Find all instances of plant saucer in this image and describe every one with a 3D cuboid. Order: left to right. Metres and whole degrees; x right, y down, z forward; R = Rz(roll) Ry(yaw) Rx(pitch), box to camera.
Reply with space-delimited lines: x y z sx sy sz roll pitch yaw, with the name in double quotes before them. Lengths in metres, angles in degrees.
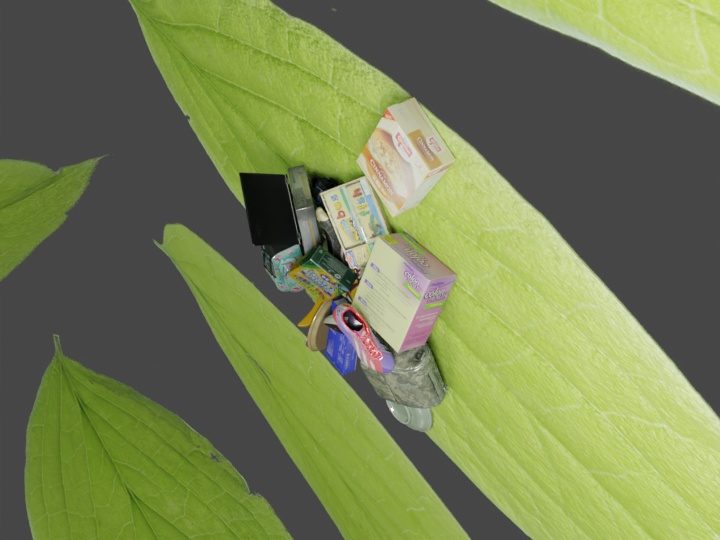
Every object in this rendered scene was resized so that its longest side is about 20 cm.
"plant saucer" 0.121 0.373 1.913 0.200 0.050 0.201 42 147 35

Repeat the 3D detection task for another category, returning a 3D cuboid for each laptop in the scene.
"laptop" -0.220 -0.137 1.721 0.200 0.115 0.189 94 164 -77

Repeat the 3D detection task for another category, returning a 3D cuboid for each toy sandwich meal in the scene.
"toy sandwich meal" -0.105 0.128 1.912 0.070 0.205 0.206 25 139 22

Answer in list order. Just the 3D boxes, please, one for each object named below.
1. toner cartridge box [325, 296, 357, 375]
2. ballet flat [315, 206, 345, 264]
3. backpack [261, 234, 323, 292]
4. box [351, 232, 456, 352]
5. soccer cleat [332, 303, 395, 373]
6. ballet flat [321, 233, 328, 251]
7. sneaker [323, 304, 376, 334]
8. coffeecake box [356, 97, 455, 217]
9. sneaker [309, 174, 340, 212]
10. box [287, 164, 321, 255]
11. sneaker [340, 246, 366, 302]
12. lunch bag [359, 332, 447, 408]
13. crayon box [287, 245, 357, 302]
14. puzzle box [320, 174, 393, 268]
"toner cartridge box" -0.046 0.181 1.868 0.095 0.043 0.201 46 141 39
"ballet flat" -0.080 -0.072 1.747 0.067 0.056 0.201 -125 14 -57
"backpack" -0.184 -0.029 1.943 0.151 0.177 0.200 53 158 24
"box" 0.093 0.047 1.537 0.176 0.096 0.201 42 126 34
"soccer cleat" 0.011 0.157 1.550 0.200 0.067 0.076 52 167 -7
"ballet flat" -0.073 -0.039 1.860 0.076 0.064 0.201 37 145 41
"sneaker" -0.013 0.118 1.728 0.073 0.085 0.199 37 155 -32
"coffeecake box" 0.087 -0.226 1.393 0.154 0.073 0.200 58 153 10
"sneaker" -0.070 -0.189 1.709 0.200 0.070 0.078 24 142 53
"box" -0.145 -0.157 1.789 0.201 0.048 0.159 -106 6 -49
"sneaker" 0.000 0.000 1.746 0.090 0.075 0.201 35 137 40
"lunch bag" 0.117 0.246 1.678 0.167 0.140 0.201 17 148 34
"crayon box" -0.105 0.016 1.750 0.126 0.052 0.200 39 155 -12
"puzzle box" -0.002 -0.116 1.624 0.132 0.025 0.201 -18 101 26
